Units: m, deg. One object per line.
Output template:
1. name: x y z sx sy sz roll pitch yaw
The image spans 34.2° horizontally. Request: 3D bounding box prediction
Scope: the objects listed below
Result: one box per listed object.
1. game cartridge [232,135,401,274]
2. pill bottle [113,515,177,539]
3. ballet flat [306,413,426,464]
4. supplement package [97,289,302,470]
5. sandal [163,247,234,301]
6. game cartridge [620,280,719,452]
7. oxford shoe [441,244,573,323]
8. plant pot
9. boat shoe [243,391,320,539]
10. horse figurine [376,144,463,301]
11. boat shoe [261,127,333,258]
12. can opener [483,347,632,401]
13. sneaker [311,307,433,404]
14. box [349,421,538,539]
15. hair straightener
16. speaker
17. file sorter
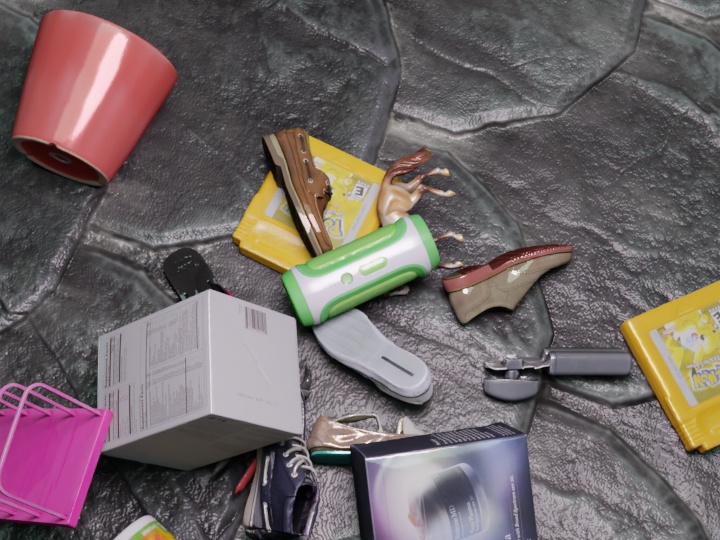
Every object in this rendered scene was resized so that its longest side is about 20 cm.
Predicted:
1. game cartridge: -0.060 -0.080 1.627 0.175 0.032 0.201 25 65 5
2. pill bottle: -0.214 0.391 1.361 0.200 0.111 0.111 40 68 11
3. ballet flat: 0.032 0.217 1.491 0.199 0.068 0.068 9 58 -4
4. supplement package: -0.195 0.137 1.402 0.151 0.199 0.152 22 55 -47
5. sandal: -0.197 0.049 1.548 0.075 0.045 0.200 -32 73 -18
6. game cartridge: 0.475 0.128 1.586 0.175 0.032 0.201 -21 69 -14
7. oxford shoe: 0.208 0.015 1.608 0.199 0.070 0.075 -18 96 -15
8. plant pot: -0.371 -0.224 1.580 0.199 0.201 0.178 20 75 3
9. boat shoe: -0.082 0.234 1.436 0.074 0.092 0.201 17 74 -39
10. horse figurine: 0.070 -0.068 1.604 0.132 0.050 0.201 -9 97 -7
11. boat shoe: -0.070 -0.110 1.586 0.068 0.072 0.201 -19 71 -11
12. can opener: 0.261 0.138 1.566 0.198 0.053 0.067 1 98 -6
13. sneaker: 0.013 0.116 1.532 0.073 0.071 0.200 -43 56 -16
14. box: 0.101 0.299 1.396 0.197 0.123 0.202 -7 90 -8
15. hair straightener: -0.131 0.186 1.497 0.077 0.041 0.200 32 68 8
16. speaker: 0.000 0.000 1.531 0.199 0.089 0.089 -24 71 -6
17. file sorter: -0.417 0.207 1.359 0.199 0.125 0.140 -5 60 37
